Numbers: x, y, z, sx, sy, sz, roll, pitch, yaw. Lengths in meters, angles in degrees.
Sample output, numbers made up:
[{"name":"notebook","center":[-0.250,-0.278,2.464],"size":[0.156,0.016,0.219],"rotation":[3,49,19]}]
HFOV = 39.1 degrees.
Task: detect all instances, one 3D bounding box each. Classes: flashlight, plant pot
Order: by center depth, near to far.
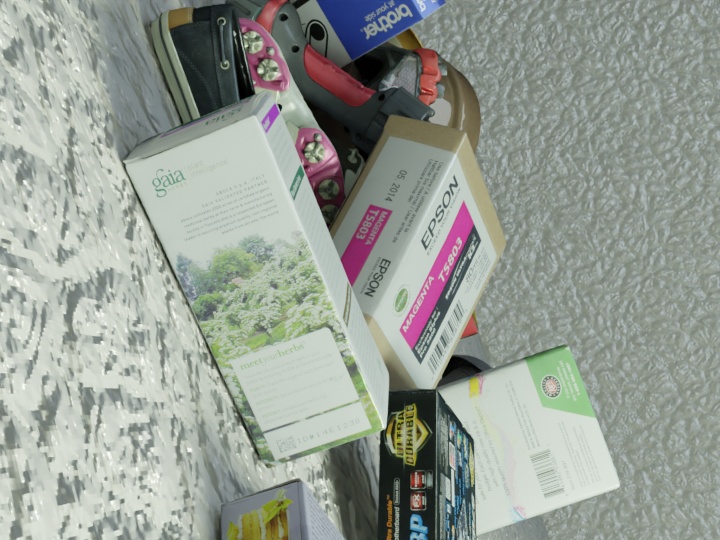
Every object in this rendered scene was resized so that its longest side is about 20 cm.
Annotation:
[{"name":"flashlight","center":[-0.028,-0.174,0.879],"size":[0.200,0.068,0.068],"rotation":[34,-28,7]},{"name":"plant pot","center":[0.001,-0.172,1.073],"size":[0.174,0.200,0.201],"rotation":[31,36,-47]}]

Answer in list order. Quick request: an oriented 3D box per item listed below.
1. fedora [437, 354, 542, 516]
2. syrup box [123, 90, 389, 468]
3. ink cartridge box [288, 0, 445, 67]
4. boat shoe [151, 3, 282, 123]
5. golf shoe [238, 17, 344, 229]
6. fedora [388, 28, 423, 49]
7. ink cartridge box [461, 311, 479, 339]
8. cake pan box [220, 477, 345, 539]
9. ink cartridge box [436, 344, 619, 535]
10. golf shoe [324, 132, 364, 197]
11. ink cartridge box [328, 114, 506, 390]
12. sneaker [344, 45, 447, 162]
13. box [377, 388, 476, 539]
[{"name":"fedora","center":[0.119,0.196,1.121],"size":[0.201,0.090,0.177],"rotation":[68,-21,5]},{"name":"syrup box","center":[-0.054,0.005,0.595],"size":[0.081,0.078,0.201],"rotation":[-81,149,-72]},{"name":"ink cartridge box","center":[-0.026,-0.232,0.909],"size":[0.044,0.200,0.094],"rotation":[-43,106,-42]},{"name":"boat shoe","center":[-0.080,-0.091,0.710],"size":[0.075,0.062,0.201],"rotation":[-86,156,-74]},{"name":"golf shoe","center":[-0.063,-0.113,0.835],"size":[0.092,0.075,0.201],"rotation":[-92,162,-73]},{"name":"fedora","center":[-0.008,-0.233,1.247],"size":[0.082,0.200,0.201],"rotation":[-50,127,-42]},{"name":"ink cartridge box","center":[0.127,0.016,1.692],"size":[0.176,0.083,0.201],"rotation":[-88,157,-67]},{"name":"cake pan box","center":[-0.005,0.232,0.499],"size":[0.185,0.052,0.200],"rotation":[-98,166,-45]},{"name":"ink cartridge box","center":[0.135,0.174,1.012],"size":[0.088,0.199,0.146],"rotation":[29,41,-82]},{"name":"golf shoe","center":[-0.036,-0.094,0.912],"size":[0.077,0.088,0.201],"rotation":[41,29,-70]},{"name":"ink cartridge box","center":[0.035,0.005,0.827],"size":[0.201,0.075,0.165],"rotation":[-62,150,-19]},{"name":"sneaker","center":[0.020,-0.123,0.942],"size":[0.071,0.097,0.201],"rotation":[-25,-126,60]},{"name":"box","center":[0.053,0.205,0.761],"size":[0.159,0.046,0.201],"rotation":[53,35,-63]}]
